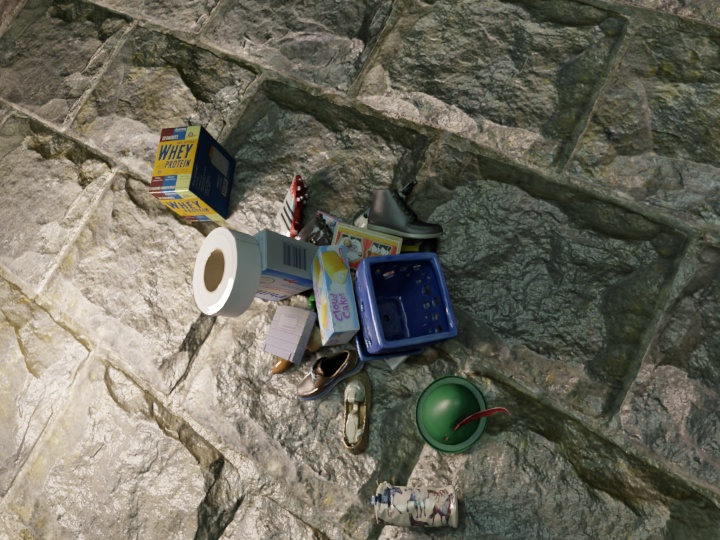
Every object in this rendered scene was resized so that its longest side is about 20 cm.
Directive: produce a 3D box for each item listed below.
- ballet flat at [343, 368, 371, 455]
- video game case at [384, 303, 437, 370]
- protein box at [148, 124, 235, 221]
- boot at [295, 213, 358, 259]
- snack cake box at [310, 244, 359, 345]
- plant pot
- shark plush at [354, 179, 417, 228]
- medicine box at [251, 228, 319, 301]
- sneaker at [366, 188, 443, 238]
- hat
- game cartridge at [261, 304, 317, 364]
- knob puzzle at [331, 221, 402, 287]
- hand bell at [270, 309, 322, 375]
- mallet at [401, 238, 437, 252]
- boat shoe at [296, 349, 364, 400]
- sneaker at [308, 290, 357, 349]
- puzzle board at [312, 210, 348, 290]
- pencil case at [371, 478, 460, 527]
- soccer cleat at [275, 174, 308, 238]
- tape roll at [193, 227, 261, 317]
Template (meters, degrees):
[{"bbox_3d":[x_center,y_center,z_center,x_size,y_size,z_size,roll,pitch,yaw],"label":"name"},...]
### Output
[{"bbox_3d":[-0.010,0.330,1.242,0.068,0.065,0.206,-8,70,17],"label":"ballet flat"},{"bbox_3d":[0.084,0.111,1.306,0.182,0.023,0.200,-43,65,0],"label":"video game case"},{"bbox_3d":[-0.479,-0.275,1.512,0.131,0.200,0.205,-1,72,17],"label":"protein box"},{"bbox_3d":[-0.073,-0.080,1.374,0.198,0.069,0.176,-35,68,5],"label":"boot"},{"bbox_3d":[-0.062,0.058,1.210,0.065,0.115,0.206,-3,69,-20],"label":"snack cake box"},{"bbox_3d":[0.080,0.092,1.182,0.194,0.180,0.206,-4,67,-23],"label":"plant pot"},{"bbox_3d":[0.066,-0.180,1.383,0.201,0.090,0.083,-51,28,4],"label":"shark plush"},{"bbox_3d":[-0.225,-0.006,1.319,0.197,0.179,0.106,-22,64,40],"label":"medicine box"},{"bbox_3d":[0.112,-0.141,1.285,0.194,0.075,0.110,10,102,14],"label":"sneaker"},{"bbox_3d":[0.196,0.296,1.125,0.198,0.176,0.168,-34,66,4],"label":"hat"},{"bbox_3d":[-0.179,0.155,1.312,0.198,0.038,0.133,2,65,59],"label":"game cartridge"},{"bbox_3d":[0.000,0.000,1.295,0.212,0.030,0.227,2,101,10],"label":"knob puzzle"},{"bbox_3d":[-0.155,0.204,1.332,0.199,0.103,0.105,-41,65,15],"label":"hand bell"},{"bbox_3d":[0.102,-0.049,1.348,0.194,0.041,0.068,-4,66,21],"label":"mallet"},{"bbox_3d":[-0.087,0.246,1.275,0.198,0.072,0.073,-36,50,14],"label":"boat shoe"},{"bbox_3d":[-0.055,0.129,1.291,0.200,0.085,0.079,44,131,13],"label":"sneaker"},{"bbox_3d":[-0.105,-0.051,1.422,0.148,0.017,0.204,25,81,23],"label":"puzzle board"},{"bbox_3d":[0.124,0.507,1.135,0.194,0.078,0.093,-6,90,16],"label":"pencil case"},{"bbox_3d":[-0.197,-0.174,1.465,0.083,0.069,0.207,-4,73,20],"label":"soccer cleat"},{"bbox_3d":[-0.316,0.005,1.229,0.199,0.070,0.209,-14,70,44],"label":"tape roll"}]
